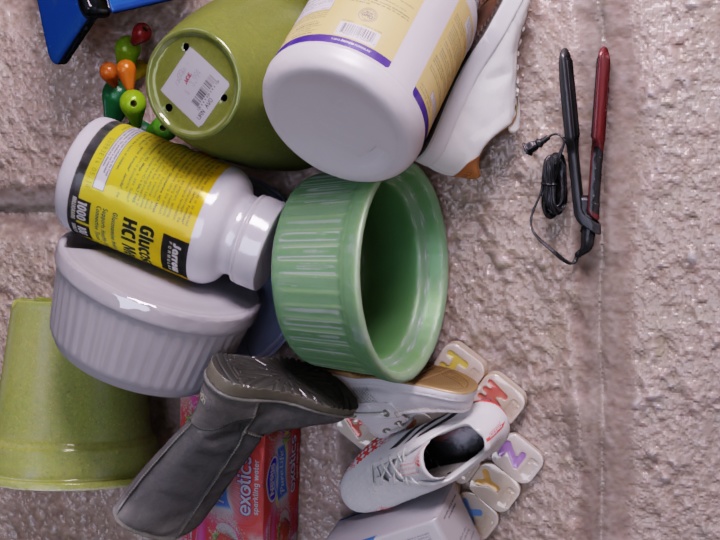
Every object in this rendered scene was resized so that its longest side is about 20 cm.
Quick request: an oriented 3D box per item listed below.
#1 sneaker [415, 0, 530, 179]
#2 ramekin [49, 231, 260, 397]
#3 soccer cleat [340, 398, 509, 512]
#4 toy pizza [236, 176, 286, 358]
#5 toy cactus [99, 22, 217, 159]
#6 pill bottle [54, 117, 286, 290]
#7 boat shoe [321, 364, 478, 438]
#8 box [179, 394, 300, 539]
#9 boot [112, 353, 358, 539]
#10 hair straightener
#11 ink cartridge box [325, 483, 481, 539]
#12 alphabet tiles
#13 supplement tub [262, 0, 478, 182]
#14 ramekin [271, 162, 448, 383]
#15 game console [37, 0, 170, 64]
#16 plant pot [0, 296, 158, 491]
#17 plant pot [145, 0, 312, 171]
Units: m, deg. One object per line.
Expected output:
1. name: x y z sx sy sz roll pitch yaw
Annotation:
1. sneaker: 0.121 -0.180 1.056 0.084 0.073 0.202 22 101 -21
2. ramekin: -0.201 0.041 1.083 0.201 0.202 0.095 25 106 14
3. soccer cleat: 0.055 0.186 1.113 0.199 0.085 0.069 -29 90 22
4. toy pizza: -0.134 0.003 1.175 0.198 0.032 0.203 -2 85 27
5. toy cactus: -0.236 -0.139 1.181 0.164 0.102 0.202 -12 97 42
6. pill bottle: -0.171 -0.057 1.058 0.198 0.112 0.114 21 107 8
7. boat shoe: 0.026 0.130 1.126 0.198 0.071 0.070 2 98 34
8. box: -0.126 0.203 1.193 0.101 0.095 0.203 7 103 19
9. boot: -0.117 0.175 1.085 0.201 0.180 0.073 -62 34 20
10. hair straightener: 0.188 -0.104 1.055 0.076 0.041 0.203 4 106 19
11. ink cartridge box: 0.065 0.337 1.148 0.145 0.084 0.202 -22 98 23
12. alphabet tiles: 0.077 0.174 1.157 0.195 0.015 0.201 38 111 10
13. supplement tub: 0.016 -0.193 0.981 0.144 0.201 0.146 19 148 12
14. ramekin: 0.000 0.000 1.058 0.097 0.200 0.203 1 101 27
15. game console: -0.251 -0.330 1.149 0.170 0.117 0.202 -32 67 52
16. plant pot: -0.301 0.122 1.206 0.198 0.200 0.187 1 89 20
17. plant pot: -0.108 -0.176 1.056 0.185 0.200 0.190 4 102 19
